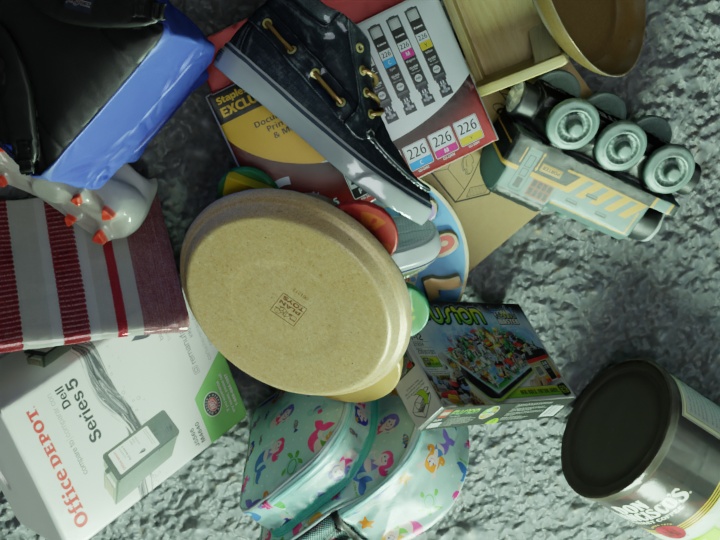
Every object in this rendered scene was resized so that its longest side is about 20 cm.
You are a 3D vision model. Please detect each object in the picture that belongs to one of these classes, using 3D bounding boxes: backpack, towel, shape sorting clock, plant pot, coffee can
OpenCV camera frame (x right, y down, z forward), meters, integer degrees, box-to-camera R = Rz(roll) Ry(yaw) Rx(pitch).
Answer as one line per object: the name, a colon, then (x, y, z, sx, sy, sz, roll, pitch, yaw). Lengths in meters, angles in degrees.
backpack: (-0.226, -0.176, 0.822, 0.163, 0.168, 0.200, -45, 81, 6)
towel: (-0.247, 0.001, 0.890, 0.198, 0.145, 0.023, -6, 144, -19)
shape sorting clock: (0.000, 0.000, 0.998, 0.197, 0.039, 0.202, -1, 117, -2)
plant pot: (0.174, -0.251, 0.892, 0.027, 0.201, 0.201, -10, 122, 37)
backpack: (-0.005, 0.165, 0.987, 0.199, 0.178, 0.151, -30, 120, 22)
coffee can: (0.321, 0.197, 1.106, 0.199, 0.147, 0.147, 31, 102, -22)

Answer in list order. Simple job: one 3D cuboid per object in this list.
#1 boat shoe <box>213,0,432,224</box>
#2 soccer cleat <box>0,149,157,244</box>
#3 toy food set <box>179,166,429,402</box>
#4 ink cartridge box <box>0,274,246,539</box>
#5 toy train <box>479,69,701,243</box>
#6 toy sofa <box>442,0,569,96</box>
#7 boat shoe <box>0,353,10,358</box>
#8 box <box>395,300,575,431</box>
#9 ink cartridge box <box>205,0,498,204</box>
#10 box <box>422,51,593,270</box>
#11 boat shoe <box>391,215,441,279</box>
boat shoe: (-0.007, -0.126, 0.826, 0.200, 0.071, 0.091, 39, 94, -7)
soccer cleat: (-0.258, -0.097, 0.903, 0.199, 0.078, 0.069, 34, 130, -5)
toy food set: (-0.046, 0.016, 0.862, 0.198, 0.049, 0.199, 23, 130, 5)
ink cartridge box: (-0.211, 0.111, 0.932, 0.200, 0.084, 0.147, -37, 121, -34)
toy train: (0.200, -0.094, 0.975, 0.198, 0.086, 0.114, 20, 119, -21)
toy sofa: (0.102, -0.253, 0.906, 0.082, 0.098, 0.201, -18, 110, 22)
boat shoe: (-0.340, 0.006, 0.924, 0.200, 0.075, 0.087, 24, 95, -14)
box: (0.098, 0.080, 0.979, 0.199, 0.111, 0.035, 3, 140, -48)
ink cartridge box: (-0.018, -0.144, 0.902, 0.198, 0.084, 0.177, -26, 99, -2)
box: (0.116, -0.114, 1.001, 0.200, 0.021, 0.164, -40, 114, 6)
boat shoe: (-0.024, 0.005, 0.950, 0.198, 0.072, 0.062, -13, 121, 14)
